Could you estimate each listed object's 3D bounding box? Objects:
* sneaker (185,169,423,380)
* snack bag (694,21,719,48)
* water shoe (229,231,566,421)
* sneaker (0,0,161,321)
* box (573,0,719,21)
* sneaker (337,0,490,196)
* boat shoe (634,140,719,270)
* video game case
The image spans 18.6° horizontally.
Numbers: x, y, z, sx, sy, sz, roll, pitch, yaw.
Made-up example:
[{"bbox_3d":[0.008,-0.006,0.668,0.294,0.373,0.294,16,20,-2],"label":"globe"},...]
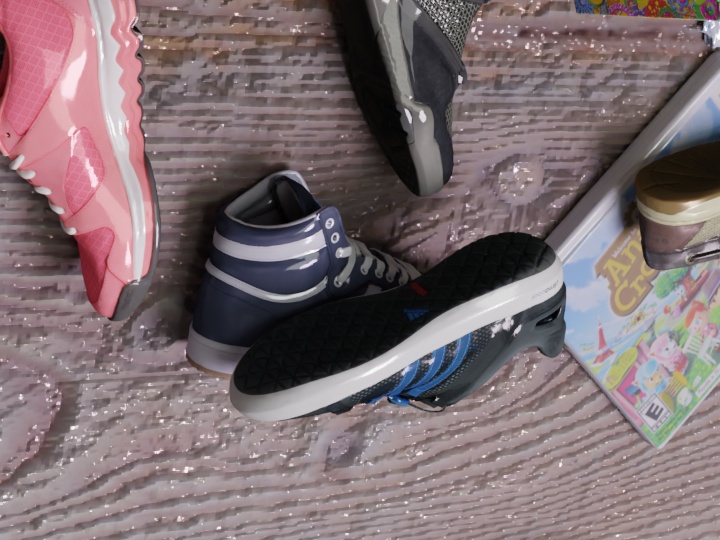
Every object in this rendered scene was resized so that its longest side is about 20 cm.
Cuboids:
[{"bbox_3d":[0.000,0.000,1.252,0.199,0.070,0.109,-4,114,-28],"label":"sneaker"},{"bbox_3d":[0.291,-0.248,1.362,0.199,0.021,0.189,-18,119,-25],"label":"snack bag"},{"bbox_3d":[0.028,0.051,1.205,0.199,0.072,0.079,-23,124,-11],"label":"water shoe"},{"bbox_3d":[-0.155,-0.068,1.138,0.086,0.074,0.201,-9,111,-14],"label":"sneaker"},{"bbox_3d":[0.207,-0.261,1.206,0.192,0.122,0.201,-23,110,-31],"label":"box"},{"bbox_3d":[0.047,-0.142,1.218,0.114,0.076,0.200,-20,114,-17],"label":"sneaker"},{"bbox_3d":[0.252,-0.049,1.371,0.199,0.073,0.065,-12,127,-25],"label":"boat shoe"},{"bbox_3d":[0.210,-0.010,1.411,0.200,0.022,0.182,-48,127,-7],"label":"video game case"}]
